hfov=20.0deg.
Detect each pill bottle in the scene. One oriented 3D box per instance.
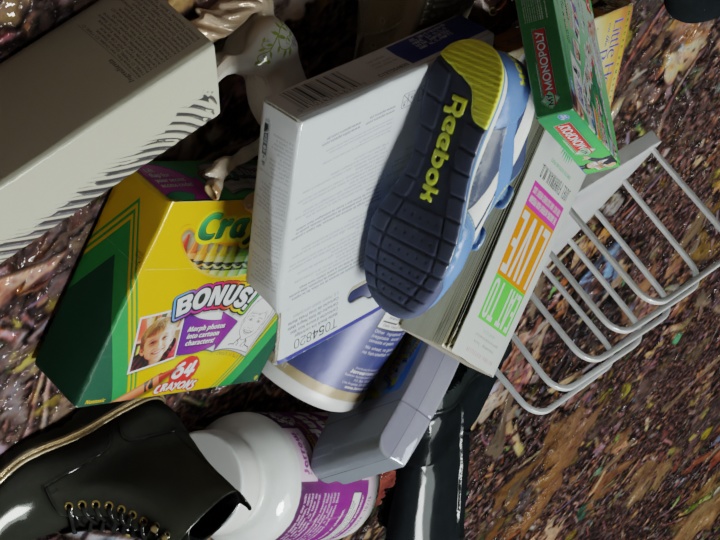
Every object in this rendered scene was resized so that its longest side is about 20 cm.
[{"bbox_3d":[-0.076,0.173,1.696,0.113,0.112,0.200,-57,153,15],"label":"pill bottle"},{"bbox_3d":[0.000,0.000,1.591,0.111,0.111,0.201,4,121,-58],"label":"pill bottle"}]

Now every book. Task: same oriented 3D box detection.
[{"bbox_3d":[0.109,-0.028,1.517,0.201,0.048,0.134,-66,156,-3],"label":"book"}]

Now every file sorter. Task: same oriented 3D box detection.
[{"bbox_3d":[0.189,0.009,1.692,0.138,0.125,0.200,-29,166,-41],"label":"file sorter"}]

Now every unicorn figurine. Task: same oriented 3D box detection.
[{"bbox_3d":[-0.060,-0.109,1.392,0.137,0.074,0.201,-48,149,-29],"label":"unicorn figurine"}]

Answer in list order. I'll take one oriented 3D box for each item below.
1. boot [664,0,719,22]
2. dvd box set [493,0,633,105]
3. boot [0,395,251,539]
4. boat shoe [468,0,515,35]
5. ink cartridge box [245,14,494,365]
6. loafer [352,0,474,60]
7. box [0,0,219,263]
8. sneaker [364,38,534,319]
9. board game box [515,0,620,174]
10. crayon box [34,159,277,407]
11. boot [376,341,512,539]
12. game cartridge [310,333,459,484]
[{"bbox_3d":[0.320,-0.312,1.694,0.200,0.076,0.168,-41,149,-2],"label":"boot"},{"bbox_3d":[0.134,-0.122,1.555,0.199,0.029,0.147,-27,135,-48],"label":"dvd box set"},{"bbox_3d":[-0.194,0.181,1.498,0.200,0.138,0.078,-39,152,-17],"label":"boot"},{"bbox_3d":[0.086,-0.200,1.512,0.070,0.070,0.201,-32,147,-37],"label":"boat shoe"},{"bbox_3d":[0.004,-0.057,1.411,0.199,0.040,0.201,-27,137,-40],"label":"ink cartridge box"},{"bbox_3d":[0.029,-0.170,1.464,0.075,0.068,0.201,-13,144,-37],"label":"loafer"},{"bbox_3d":[-0.184,-0.087,1.235,0.199,0.082,0.069,-36,152,-23],"label":"box"},{"bbox_3d":[0.068,-0.057,1.393,0.082,0.074,0.201,-2,120,-56],"label":"sneaker"},{"bbox_3d":[0.138,-0.182,1.432,0.029,0.202,0.135,-14,162,17],"label":"board game box"},{"bbox_3d":[-0.118,0.005,1.474,0.199,0.058,0.173,-6,130,-53],"label":"crayon box"},{"bbox_3d":[0.072,0.149,1.779,0.200,0.076,0.170,-42,140,-62],"label":"boot"},{"bbox_3d":[0.036,0.073,1.644,0.133,0.040,0.201,-21,-141,54],"label":"game cartridge"}]
